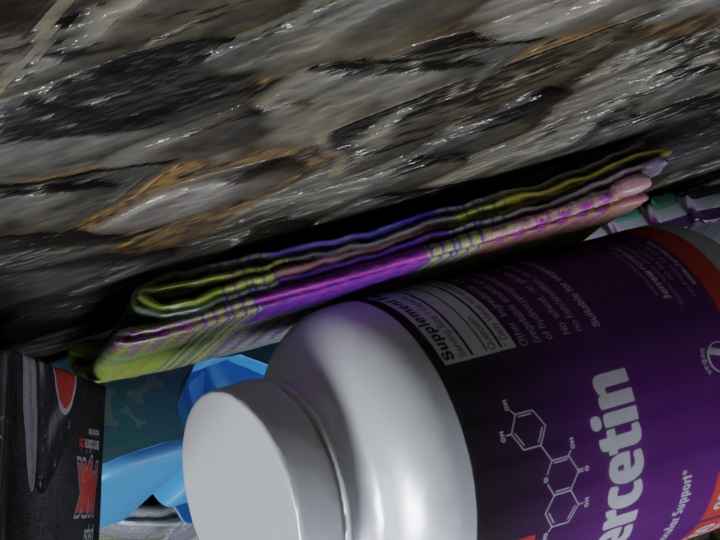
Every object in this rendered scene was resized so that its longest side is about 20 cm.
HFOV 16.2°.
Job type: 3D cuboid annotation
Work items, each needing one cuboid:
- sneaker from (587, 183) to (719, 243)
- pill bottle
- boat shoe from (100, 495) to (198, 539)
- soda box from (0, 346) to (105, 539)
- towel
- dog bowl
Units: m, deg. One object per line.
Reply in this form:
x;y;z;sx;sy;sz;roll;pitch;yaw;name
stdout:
0.094;0.026;1.083;0.200;0.088;0.074;-18;174;4;sneaker
0.044;0.056;0.867;0.200;0.113;0.112;-14;173;-30;pill bottle
-0.112;0.085;1.102;0.065;0.075;0.202;-41;156;30;boat shoe
-0.123;0.061;0.780;0.063;0.071;0.200;2;175;2;soda box
0.000;0.000;0.881;0.200;0.023;0.144;-16;175;-14;towel
-0.080;0.064;1.001;0.200;0.050;0.111;-13;158;-44;dog bowl
